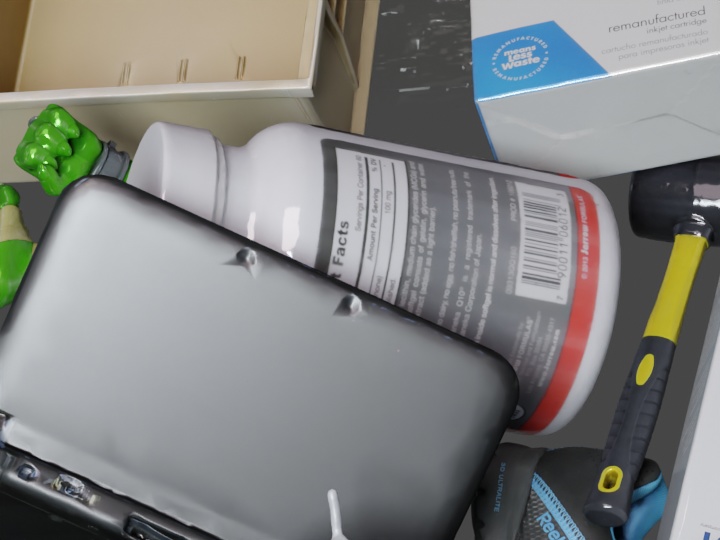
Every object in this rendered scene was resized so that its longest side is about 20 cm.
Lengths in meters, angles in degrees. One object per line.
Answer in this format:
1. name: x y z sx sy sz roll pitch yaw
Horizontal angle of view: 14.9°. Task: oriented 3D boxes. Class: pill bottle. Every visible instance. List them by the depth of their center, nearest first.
1. pill bottle: 0.000 0.000 1.175 0.200 0.116 0.116 11 62 -15

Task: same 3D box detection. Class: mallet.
1. mallet: 0.122 0.025 1.192 0.066 0.041 0.200 11 53 26

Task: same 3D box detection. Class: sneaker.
1. sneaker: 0.084 0.161 1.136 0.082 0.073 0.200 -2 63 16

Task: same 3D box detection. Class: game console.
1. game console: -0.060 0.077 1.136 0.200 0.176 0.116 25 64 -2

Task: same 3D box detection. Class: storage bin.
1. storage bin: -0.095 -0.147 1.345 0.200 0.094 0.199 -2 63 17

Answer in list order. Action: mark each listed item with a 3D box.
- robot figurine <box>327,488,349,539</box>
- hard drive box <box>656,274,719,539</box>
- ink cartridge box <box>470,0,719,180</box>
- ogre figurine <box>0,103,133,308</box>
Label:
1. robot figurine: -0.005 0.186 1.011 0.113 0.170 0.200 -1 63 14
2. hard drive box: 0.213 0.064 1.120 0.156 0.077 0.200 14 68 3
3. ink cartridge box: 0.112 -0.138 1.269 0.116 0.067 0.200 -11 48 12
4. ogre figurine: -0.120 0.040 1.231 0.120 0.098 0.200 16 72 -22
